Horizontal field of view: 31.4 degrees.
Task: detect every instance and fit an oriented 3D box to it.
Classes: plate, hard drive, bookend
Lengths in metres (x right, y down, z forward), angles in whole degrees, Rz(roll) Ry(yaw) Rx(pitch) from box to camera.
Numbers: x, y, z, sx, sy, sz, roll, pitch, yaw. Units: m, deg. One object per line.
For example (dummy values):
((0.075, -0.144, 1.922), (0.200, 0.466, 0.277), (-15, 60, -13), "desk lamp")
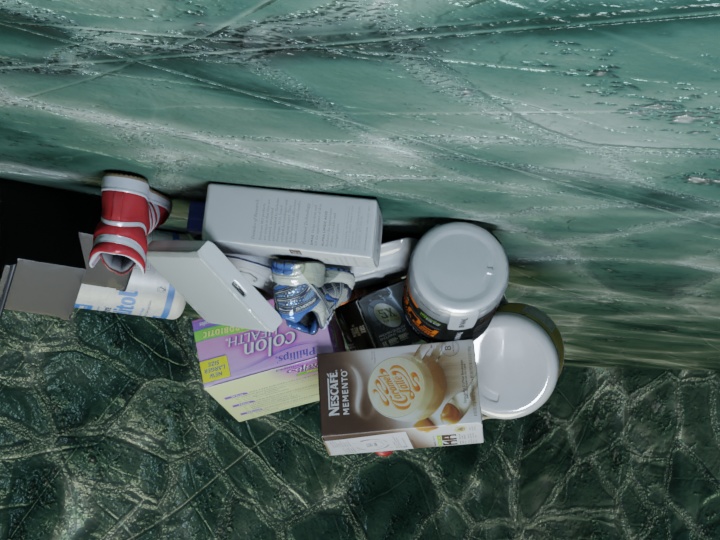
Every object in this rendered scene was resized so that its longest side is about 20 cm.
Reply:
((0.000, 0.000, 1.724), (0.199, 0.033, 0.199), (-15, 172, 15), "plate")
((-0.181, 0.017, 1.539), (0.132, 0.026, 0.200), (49, 160, -20), "hard drive")
((-0.359, -0.011, 1.579), (0.199, 0.092, 0.199), (9, -150, -27), "bookend")

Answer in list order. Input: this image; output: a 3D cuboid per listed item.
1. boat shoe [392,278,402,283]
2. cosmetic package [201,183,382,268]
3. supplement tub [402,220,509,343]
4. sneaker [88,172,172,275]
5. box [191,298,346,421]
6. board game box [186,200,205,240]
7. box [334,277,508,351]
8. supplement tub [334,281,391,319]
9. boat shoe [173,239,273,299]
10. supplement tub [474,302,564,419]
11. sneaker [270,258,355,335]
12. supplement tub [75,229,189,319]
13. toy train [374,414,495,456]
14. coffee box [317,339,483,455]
((-0.029, 0.008, 2.010), (0.201, 0.075, 0.075), (12, -173, -3), "boat shoe")
((-0.077, -0.051, 1.496), (0.199, 0.074, 0.102), (4, 173, 6), "cosmetic package")
((0.115, 0.025, 1.605), (0.122, 0.123, 0.200), (6, 161, 0), "supplement tub")
((-0.276, -0.045, 1.543), (0.071, 0.113, 0.200), (6, 173, 5), "sneaker")
((-0.114, 0.117, 1.736), (0.175, 0.097, 0.200), (-15, 160, 3), "box")
((-0.115, -0.046, 1.682), (0.198, 0.044, 0.200), (6, 173, 1), "board game box")
((0.080, 0.050, 1.790), (0.199, 0.087, 0.164), (-22, 180, -13), "box")
((-0.054, 0.018, 1.910), (0.199, 0.108, 0.107), (5, 173, 6), "supplement tub")
((-0.173, 0.013, 1.676), (0.074, 0.087, 0.202), (1, 171, 33), "boat shoe")
((0.210, 0.121, 1.791), (0.145, 0.146, 0.200), (5, -175, 12), "supplement tub")
((-0.064, 0.035, 1.566), (0.077, 0.086, 0.200), (5, 177, 19), "sneaker")
((-0.358, -0.003, 1.902), (0.199, 0.133, 0.132), (7, 173, -16), "supplement tub")
((0.085, 0.170, 1.741), (0.199, 0.116, 0.085), (-8, 152, -39), "toy train")
((0.050, 0.161, 1.613), (0.199, 0.115, 0.080), (-6, 155, 5), "coffee box")
